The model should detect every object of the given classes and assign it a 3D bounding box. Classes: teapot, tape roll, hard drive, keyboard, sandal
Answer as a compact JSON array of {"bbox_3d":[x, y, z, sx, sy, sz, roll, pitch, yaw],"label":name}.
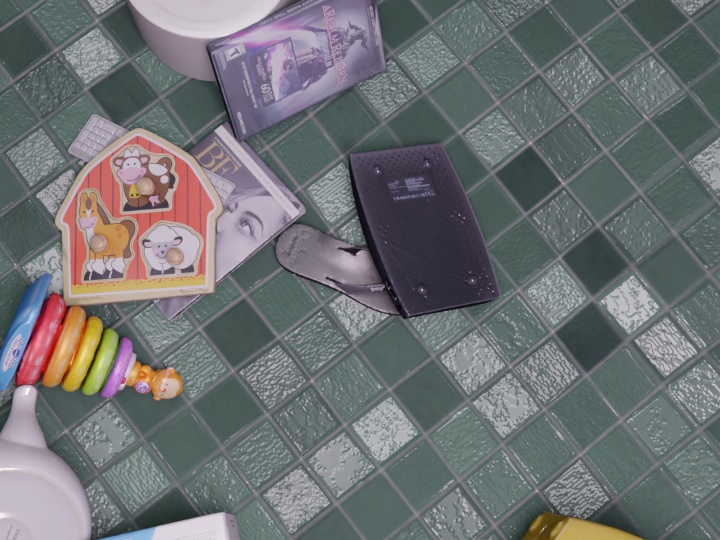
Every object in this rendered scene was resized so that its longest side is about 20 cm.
[{"bbox_3d":[-0.379,0.258,1.320,0.200,0.146,0.198,-30,111,-14],"label":"teapot"},{"bbox_3d":[-0.170,-0.335,1.460,0.202,0.139,0.203,0,78,-1],"label":"tape roll"},{"bbox_3d":[0.066,-0.043,1.422,0.135,0.042,0.200,-10,69,-26],"label":"hard drive"},{"bbox_3d":[-0.241,-0.118,1.464,0.200,0.011,0.056,27,80,14],"label":"keyboard"},{"bbox_3d":[-0.001,0.001,1.439,0.200,0.043,0.076,14,78,3],"label":"sandal"}]

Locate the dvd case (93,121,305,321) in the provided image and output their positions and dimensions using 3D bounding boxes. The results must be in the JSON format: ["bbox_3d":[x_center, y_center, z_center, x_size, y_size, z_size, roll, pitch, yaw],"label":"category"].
[{"bbox_3d":[-0.184,-0.058,1.454,0.200,0.016,0.149,-39,73,-8],"label":"dvd case"}]

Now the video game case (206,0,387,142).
[{"bbox_3d":[-0.067,-0.239,1.434,0.200,0.143,0.019,-27,54,-11],"label":"video game case"}]

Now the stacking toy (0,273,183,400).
[{"bbox_3d":[-0.289,0.099,1.396,0.200,0.110,0.116,23,110,-14],"label":"stacking toy"}]

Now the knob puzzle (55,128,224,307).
[{"bbox_3d":[-0.252,-0.066,1.432,0.219,0.030,0.220,-2,77,10],"label":"knob puzzle"}]

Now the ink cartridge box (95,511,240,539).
[{"bbox_3d":[-0.185,0.364,1.308,0.146,0.146,0.200,-12,78,-3],"label":"ink cartridge box"}]

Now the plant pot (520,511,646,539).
[{"bbox_3d":[0.237,0.349,1.276,0.200,0.196,0.194,39,80,-1],"label":"plant pot"}]
